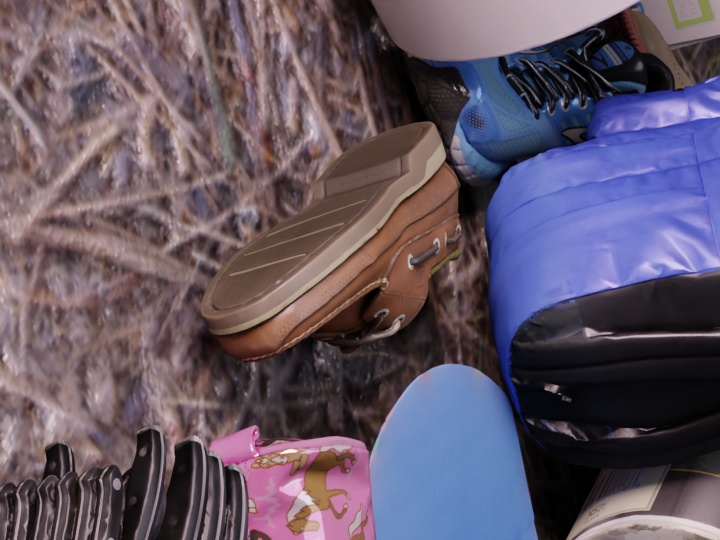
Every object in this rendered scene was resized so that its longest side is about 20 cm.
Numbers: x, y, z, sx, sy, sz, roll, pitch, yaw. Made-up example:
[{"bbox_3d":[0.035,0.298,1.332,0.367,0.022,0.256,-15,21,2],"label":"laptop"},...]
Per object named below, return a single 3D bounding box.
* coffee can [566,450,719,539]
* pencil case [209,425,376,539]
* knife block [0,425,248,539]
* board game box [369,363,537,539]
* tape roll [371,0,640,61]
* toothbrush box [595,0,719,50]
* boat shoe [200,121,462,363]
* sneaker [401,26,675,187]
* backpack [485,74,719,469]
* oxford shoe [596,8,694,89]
[{"bbox_3d":[0.188,0.127,1.346,0.147,0.146,0.200,63,35,-23],"label":"coffee can"},{"bbox_3d":[-0.025,0.163,1.054,0.087,0.082,0.201,139,-55,-75],"label":"pencil case"},{"bbox_3d":[-0.083,0.165,0.968,0.175,0.064,0.201,-32,107,-55],"label":"knife block"},{"bbox_3d":[0.031,0.142,1.192,0.158,0.039,0.201,-36,118,-57],"label":"board game box"},{"bbox_3d":[0.071,-0.209,1.216,0.140,0.202,0.203,60,36,-27],"label":"tape roll"},{"bbox_3d":[0.190,-0.220,1.522,0.200,0.086,0.146,-35,110,-55],"label":"toothbrush box"},{"bbox_3d":[0.000,0.000,1.154,0.200,0.072,0.068,-44,116,-54],"label":"boat shoe"},{"bbox_3d":[0.092,-0.094,1.304,0.200,0.090,0.079,-5,68,-61],"label":"sneaker"},{"bbox_3d":[0.158,0.000,1.255,0.163,0.199,0.168,68,8,-46],"label":"backpack"},{"bbox_3d":[0.175,-0.057,1.411,0.074,0.071,0.201,-2,58,-22],"label":"oxford shoe"}]
